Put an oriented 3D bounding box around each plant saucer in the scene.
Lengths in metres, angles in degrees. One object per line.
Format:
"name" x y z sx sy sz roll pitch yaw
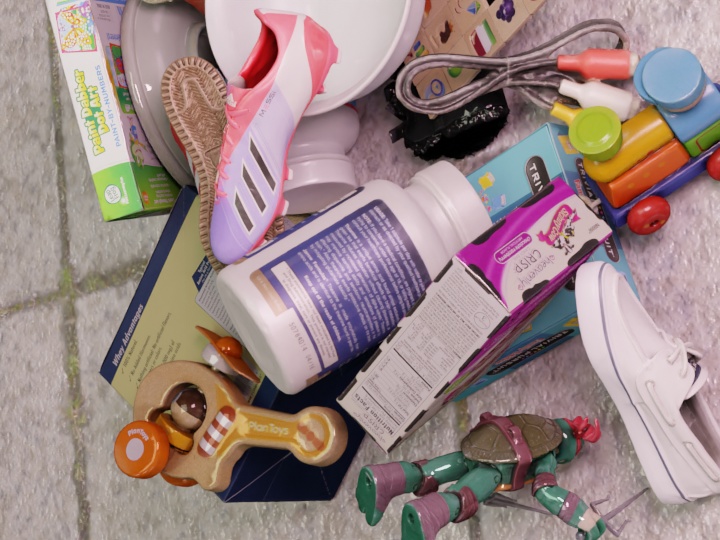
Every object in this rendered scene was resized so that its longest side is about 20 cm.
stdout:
"plant saucer" -0.140 -0.162 1.692 0.050 0.200 0.200 -17 73 21

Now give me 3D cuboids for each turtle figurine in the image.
"turtle figurine" 0.106 0.156 1.435 0.150 0.200 0.101 5 105 62

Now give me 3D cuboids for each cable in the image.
"cable" 0.130 -0.149 1.451 0.050 0.200 0.097 -111 29 -73

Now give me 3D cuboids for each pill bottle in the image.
"pill bottle" -0.061 -0.156 1.663 0.109 0.109 0.200 -23 71 40
"pill bottle" 0.000 0.000 1.466 0.200 0.111 0.111 -31 55 -13

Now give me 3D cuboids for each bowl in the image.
"bowl" -0.021 -0.218 1.534 0.201 0.090 0.201 -1 88 34

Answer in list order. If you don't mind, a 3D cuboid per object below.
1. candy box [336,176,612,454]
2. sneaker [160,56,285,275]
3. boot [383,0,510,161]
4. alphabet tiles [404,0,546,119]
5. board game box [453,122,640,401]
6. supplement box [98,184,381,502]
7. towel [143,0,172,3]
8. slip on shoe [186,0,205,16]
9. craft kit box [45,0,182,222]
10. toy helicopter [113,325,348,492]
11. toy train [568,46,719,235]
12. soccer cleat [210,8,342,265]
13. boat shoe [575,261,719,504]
"candy box" 0.081 0.035 1.391 0.061 0.136 0.200 47 138 8
"sneaker" -0.109 -0.076 1.567 0.071 0.112 0.200 -17 93 -1
"boot" 0.089 -0.190 1.551 0.198 0.073 0.163 -30 63 45
"alphabet tiles" 0.068 -0.249 1.521 0.167 0.008 0.200 -45 56 40
"board game box" 0.113 -0.003 1.527 0.200 0.047 0.151 -32 65 37
"supplement box" -0.088 0.063 1.649 0.200 0.134 0.200 40 112 38
"towel" -0.090 -0.283 1.652 0.200 0.148 0.037 -21 104 12
"slip on shoe" -0.169 -0.211 1.805 0.074 0.061 0.200 22 99 44
"craft kit box" -0.193 -0.146 1.683 0.048 0.200 0.198 -18 88 17
"toy helicopter" -0.096 0.113 1.528 0.200 0.079 0.132 5 81 31
"toy train" 0.179 -0.078 1.387 0.200 0.116 0.085 -34 60 9
"soccer cleat" -0.083 -0.103 1.462 0.067 0.076 0.200 34 103 54
"boat shoe" 0.216 0.075 1.368 0.065 0.074 0.200 -15 116 29
